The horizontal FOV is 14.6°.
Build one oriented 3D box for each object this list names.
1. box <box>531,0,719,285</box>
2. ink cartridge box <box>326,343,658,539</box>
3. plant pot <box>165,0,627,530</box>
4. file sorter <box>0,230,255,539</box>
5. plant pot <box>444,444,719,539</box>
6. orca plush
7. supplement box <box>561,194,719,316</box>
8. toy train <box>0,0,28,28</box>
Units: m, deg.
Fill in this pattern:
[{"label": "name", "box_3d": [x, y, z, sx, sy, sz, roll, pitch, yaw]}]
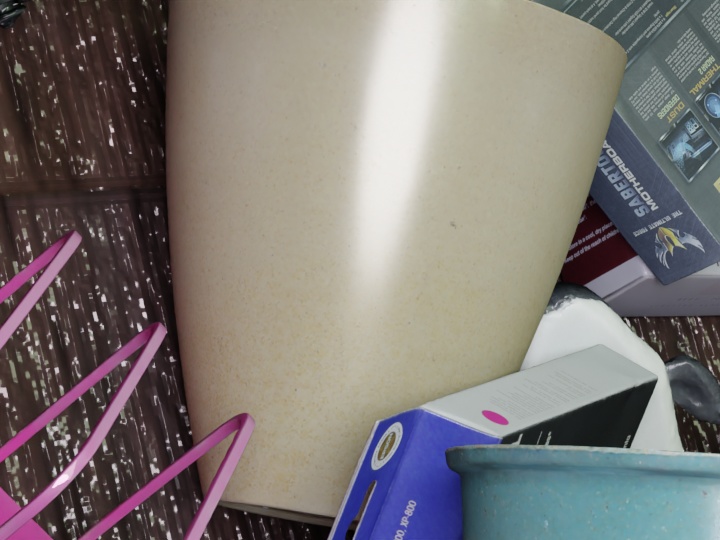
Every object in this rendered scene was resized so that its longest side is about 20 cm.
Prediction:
[{"label": "box", "box_3d": [0.152, -0.114, 1.258, 0.158, 0.051, 0.200, 50, 54, -9]}, {"label": "ink cartridge box", "box_3d": [0.047, 0.088, 1.071, 0.037, 0.095, 0.200, 29, 19, 25]}, {"label": "plant pot", "box_3d": [0.000, 0.000, 1.115, 0.186, 0.187, 0.201, 13, 82, -31]}, {"label": "file sorter", "box_3d": [-0.152, 0.040, 0.973, 0.200, 0.125, 0.139, 47, 24, -10]}, {"label": "plant pot", "box_3d": [0.120, 0.165, 0.934, 0.199, 0.200, 0.197, 9, 81, -33]}, {"label": "orca plush", "box_3d": [0.111, 0.077, 1.217, 0.105, 0.071, 0.200, -42, 120, 4]}, {"label": "supplement box", "box_3d": [0.134, -0.082, 1.308, 0.108, 0.061, 0.201, -1, 70, -35]}, {"label": "toy train", "box_3d": [-0.088, -0.131, 1.101, 0.046, 0.199, 0.034, -63, 134, -73]}]
